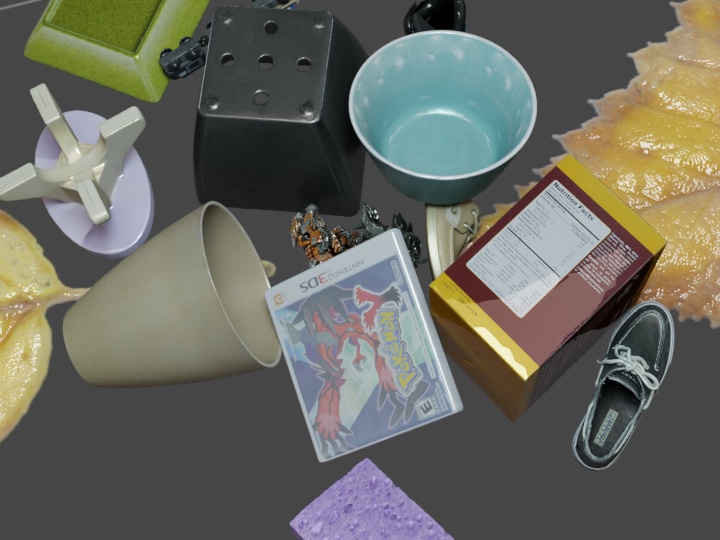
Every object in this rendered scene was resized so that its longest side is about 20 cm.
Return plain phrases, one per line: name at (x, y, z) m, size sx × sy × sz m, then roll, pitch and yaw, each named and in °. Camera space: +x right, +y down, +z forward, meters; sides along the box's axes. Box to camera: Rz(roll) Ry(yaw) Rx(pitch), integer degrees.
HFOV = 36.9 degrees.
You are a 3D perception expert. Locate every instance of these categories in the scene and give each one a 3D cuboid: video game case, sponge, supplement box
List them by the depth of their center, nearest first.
sponge at (0.032, 0.289, 1.091) m, size 0.111 × 0.030 × 0.200 m, roll -36°, pitch 54°, yaw -22°
supplement box at (0.188, 0.025, 1.121) m, size 0.200 × 0.198 × 0.133 m, roll -42°, pitch 73°, yaw -9°
video game case at (-0.002, 0.083, 1.147) m, size 0.181 × 0.023 × 0.202 m, roll -25°, pitch 79°, yaw 29°

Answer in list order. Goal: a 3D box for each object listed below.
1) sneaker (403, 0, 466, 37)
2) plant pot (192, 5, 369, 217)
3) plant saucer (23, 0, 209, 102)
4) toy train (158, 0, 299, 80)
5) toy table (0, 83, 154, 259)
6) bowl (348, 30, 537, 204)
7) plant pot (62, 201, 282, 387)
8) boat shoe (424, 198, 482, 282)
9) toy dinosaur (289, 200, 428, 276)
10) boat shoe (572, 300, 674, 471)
sneaker at (0.067, -0.239, 1.266) m, size 0.076 × 0.111 × 0.201 m, roll 28°, pitch 76°, yaw 13°
plant pot at (-0.094, -0.194, 1.230) m, size 0.197 × 0.178 × 0.202 m, roll 5°, pitch 71°, yaw 6°
plant saucer at (-0.306, -0.336, 1.362) m, size 0.198 × 0.048 × 0.202 m, roll 20°, pitch 74°, yaw 11°
toy train at (-0.159, -0.296, 1.338) m, size 0.199 × 0.046 × 0.034 m, roll -33°, pitch 57°, yaw -6°
toy table at (-0.325, -0.119, 1.254) m, size 0.183 × 0.117 × 0.200 m, roll -40°, pitch 74°, yaw -9°
bowl at (0.087, -0.153, 1.180) m, size 0.198 × 0.105 × 0.203 m, roll 0°, pitch 60°, yaw 1°
plant pot at (-0.214, 0.048, 1.170) m, size 0.198 × 0.187 × 0.189 m, roll -21°, pitch 70°, yaw 12°
boat shoe at (0.106, -0.064, 1.227) m, size 0.064 × 0.072 × 0.202 m, roll -2°, pitch 66°, yaw 5°
toy dinosaur at (0.000, 0.000, 1.212) m, size 0.136 × 0.102 × 0.200 m, roll -44°, pitch 86°, yaw 19°
boat shoe at (0.283, 0.117, 1.151) m, size 0.073 × 0.068 × 0.200 m, roll 30°, pitch 76°, yaw 13°
